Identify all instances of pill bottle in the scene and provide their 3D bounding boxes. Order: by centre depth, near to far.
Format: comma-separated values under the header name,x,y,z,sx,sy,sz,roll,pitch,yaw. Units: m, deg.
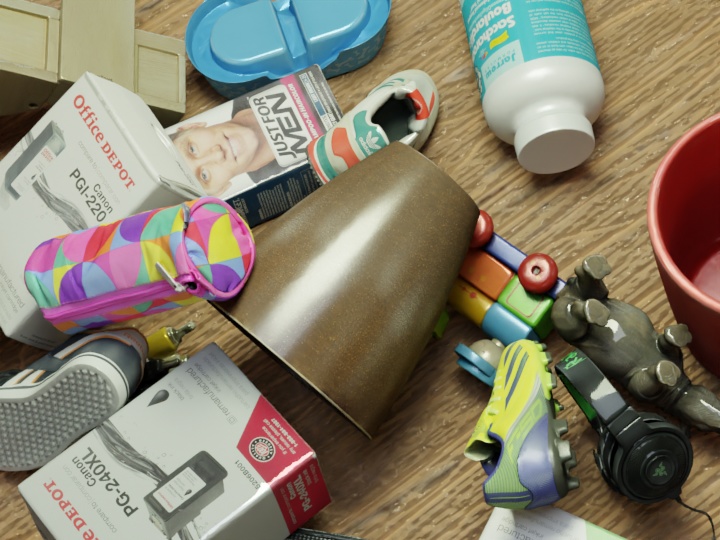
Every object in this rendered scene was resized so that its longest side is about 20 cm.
name,x,y,z,sx,sy,sz,roll,pitch,yaw
pill bottle,0.156,-0.188,1.602,0.110,0.111,0.201,-11,59,2

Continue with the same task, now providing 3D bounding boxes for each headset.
name,x,y,z,sx,sy,sz,roll,pitch,yaw
headset,0.212,0.156,1.405,0.094,0.124,0.200,-39,87,-1

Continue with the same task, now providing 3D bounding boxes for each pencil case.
name,x,y,z,sx,sy,sz,roll,pitch,yaw
pencil case,-0.176,-0.003,1.409,0.199,0.088,0.089,-13,53,40

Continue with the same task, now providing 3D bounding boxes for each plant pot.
name,x,y,z,sx,sy,sz,roll,pitch,yaw
plant pot,0.329,-0.005,1.436,0.199,0.178,0.202,-4,60,7
plant pot,0.000,0.000,1.455,0.187,0.187,0.200,37,84,25

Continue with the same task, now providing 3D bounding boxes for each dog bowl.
name,x,y,z,sx,sy,sz,roll,pitch,yaw
dog bowl,-0.065,-0.224,1.691,0.198,0.050,0.112,-18,60,-2

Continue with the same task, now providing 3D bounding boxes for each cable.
name,x,y,z,sx,sy,sz,roll,pitch,yaw
cable,-0.224,0.113,1.545,0.198,0.050,0.098,-16,76,14

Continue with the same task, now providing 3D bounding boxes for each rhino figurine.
name,x,y,z,sx,sy,sz,roll,pitch,yaw
rhino figurine,0.234,0.075,1.441,0.200,0.087,0.060,42,69,-1

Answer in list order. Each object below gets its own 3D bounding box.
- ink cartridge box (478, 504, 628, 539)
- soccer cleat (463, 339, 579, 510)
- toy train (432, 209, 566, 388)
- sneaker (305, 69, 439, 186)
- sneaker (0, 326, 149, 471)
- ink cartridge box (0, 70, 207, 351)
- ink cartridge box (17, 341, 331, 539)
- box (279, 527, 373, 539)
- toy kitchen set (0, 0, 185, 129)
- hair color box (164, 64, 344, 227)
name,x,y,z,sx,sy,sz,roll,pitch,yaw
ink cartridge box,0.133,0.288,1.343,0.145,0.084,0.201,22,72,22
soccer cleat,0.117,0.114,1.386,0.083,0.065,0.201,-14,27,5
toy train,0.078,0.006,1.530,0.200,0.085,0.116,36,85,24
sneaker,0.036,-0.131,1.561,0.071,0.093,0.200,58,39,-7
sneaker,-0.249,0.106,1.493,0.199,0.079,0.080,-23,19,36
ink cartridge box,-0.249,-0.050,1.559,0.200,0.085,0.146,-43,61,12
ink cartridge box,-0.147,0.178,1.411,0.199,0.084,0.145,-37,59,-15
box,-0.094,0.296,1.406,0.192,0.048,0.201,7,62,16
toy kitchen set,-0.288,-0.199,1.690,0.199,0.180,0.164,12,60,-26
hair color box,-0.106,-0.098,1.620,0.199,0.061,0.100,-25,60,-5
